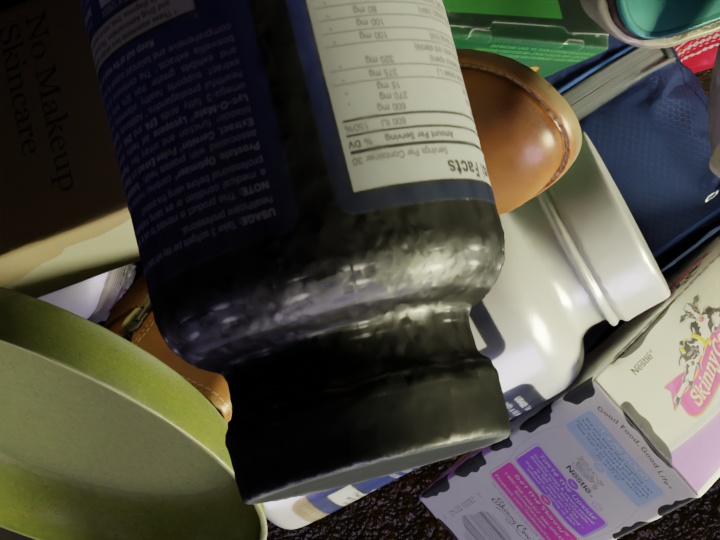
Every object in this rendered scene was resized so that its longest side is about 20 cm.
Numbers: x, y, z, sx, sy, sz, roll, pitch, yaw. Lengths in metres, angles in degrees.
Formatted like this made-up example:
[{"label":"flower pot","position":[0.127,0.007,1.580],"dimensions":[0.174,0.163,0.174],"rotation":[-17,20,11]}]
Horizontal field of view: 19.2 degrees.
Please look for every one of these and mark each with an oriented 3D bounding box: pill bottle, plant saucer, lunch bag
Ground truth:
[{"label":"pill bottle","position":[-0.019,-0.036,0.655],"dimensions":[0.111,0.201,0.112],"rotation":[-13,172,-2]},{"label":"pill bottle","position":[0.029,0.022,0.929],"dimensions":[0.199,0.111,0.111],"rotation":[-28,171,8]},{"label":"plant saucer","position":[-0.124,0.054,0.795],"dimensions":[0.199,0.031,0.200],"rotation":[16,153,8]},{"label":"lunch bag","position":[0.109,-0.052,1.068],"dimensions":[0.136,0.133,0.200],"rotation":[-33,174,0]}]

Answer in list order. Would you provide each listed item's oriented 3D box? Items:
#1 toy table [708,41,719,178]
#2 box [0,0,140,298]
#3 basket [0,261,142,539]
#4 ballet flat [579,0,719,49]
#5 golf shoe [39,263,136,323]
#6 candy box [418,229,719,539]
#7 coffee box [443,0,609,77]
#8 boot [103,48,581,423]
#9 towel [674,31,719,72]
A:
[{"label":"toy table","position":[0.196,-0.102,0.759],"dimensions":[0.183,0.201,0.117],"rotation":[27,-177,18]},{"label":"box","position":[-0.101,-0.052,0.798],"dimensions":[0.199,0.095,0.078],"rotation":[-20,168,28]},{"label":"basket","position":[-0.129,0.081,1.043],"dimensions":[0.180,0.136,0.200],"rotation":[-29,-173,21]},{"label":"ballet flat","position":[0.178,-0.137,0.868],"dimensions":[0.199,0.070,0.069],"rotation":[-11,172,-12]},{"label":"golf shoe","position":[-0.179,-0.006,0.976],"dimensions":[0.092,0.073,0.199],"rotation":[13,167,-41]},{"label":"candy box","position":[0.139,0.058,1.017],"dimensions":[0.168,0.072,0.200],"rotation":[-41,178,-29]},{"label":"coffee box","position":[-0.007,-0.084,0.925],"dimensions":[0.199,0.044,0.123],"rotation":[-22,168,41]},{"label":"boot","position":[-0.019,-0.007,0.818],"dimensions":[0.199,0.077,0.155],"rotation":[-8,-147,43]},{"label":"towel","position":[0.212,-0.136,1.055],"dimensions":[0.144,0.023,0.200],"rotation":[-16,172,1]}]
